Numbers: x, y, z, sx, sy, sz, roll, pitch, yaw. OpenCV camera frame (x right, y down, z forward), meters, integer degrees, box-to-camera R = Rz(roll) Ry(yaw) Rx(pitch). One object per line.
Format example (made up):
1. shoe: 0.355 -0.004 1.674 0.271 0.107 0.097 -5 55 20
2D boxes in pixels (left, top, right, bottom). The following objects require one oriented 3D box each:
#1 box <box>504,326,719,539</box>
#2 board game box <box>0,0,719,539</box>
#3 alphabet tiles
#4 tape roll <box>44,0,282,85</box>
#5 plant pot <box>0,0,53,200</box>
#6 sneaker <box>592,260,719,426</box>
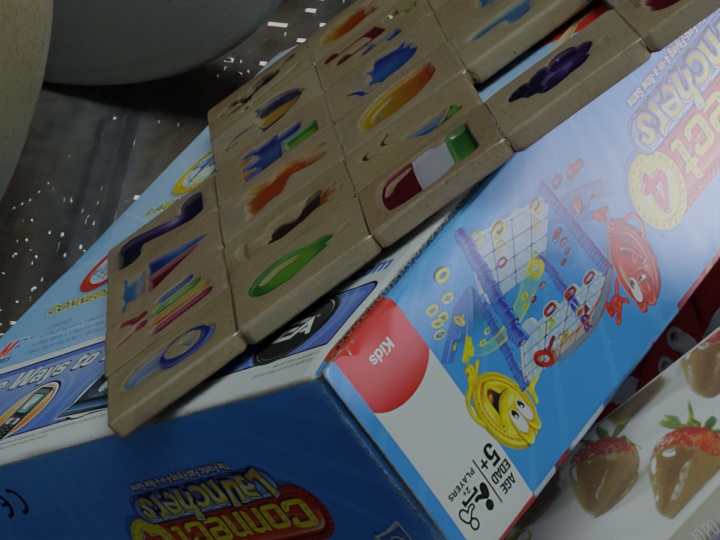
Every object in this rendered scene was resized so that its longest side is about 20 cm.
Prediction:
1. box: 0.021 0.087 0.656 0.200 0.041 0.039 -39 65 7
2. board game box: 0.000 0.000 0.709 0.056 0.200 0.196 53 54 -15
3. alphabet tiles: 0.008 -0.042 0.693 0.167 0.008 0.200 -36 15 6
4. tape roll: -0.099 -0.139 0.822 0.202 0.203 0.037 16 48 13
5. plant pot: -0.159 -0.061 0.777 0.134 0.200 0.201 18 42 -24
6. sneaker: 0.064 0.054 0.738 0.112 0.071 0.200 31 61 29
